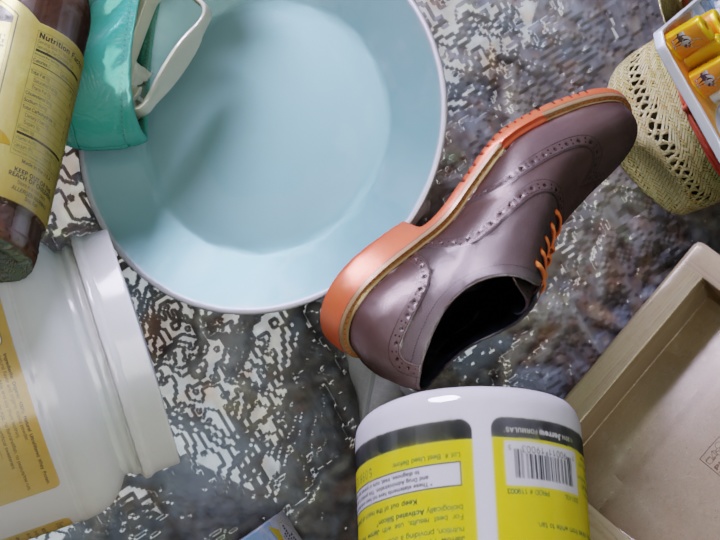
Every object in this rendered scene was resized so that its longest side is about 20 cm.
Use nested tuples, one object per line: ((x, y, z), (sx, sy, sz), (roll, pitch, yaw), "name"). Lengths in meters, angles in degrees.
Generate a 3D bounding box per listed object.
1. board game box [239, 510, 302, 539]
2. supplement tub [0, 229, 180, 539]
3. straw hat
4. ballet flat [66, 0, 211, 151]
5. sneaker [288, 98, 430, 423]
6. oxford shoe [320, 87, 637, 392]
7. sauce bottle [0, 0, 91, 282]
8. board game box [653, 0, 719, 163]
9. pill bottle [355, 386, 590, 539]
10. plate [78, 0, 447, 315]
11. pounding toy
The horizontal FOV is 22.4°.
((-0.011, 0.223, 0.915), (0.034, 0.134, 0.201), (-35, 86, 8), "board game box")
((-0.199, 0.068, 0.889), (0.198, 0.144, 0.146), (-18, 97, -8), "supplement tub")
((0.178, -0.083, 0.969), (0.085, 0.201, 0.202), (-27, 100, 32), "straw hat")
((-0.104, -0.154, 0.923), (0.070, 0.067, 0.202), (16, 87, 3), "ballet flat")
((0.000, 0.000, 0.962), (0.080, 0.075, 0.203), (-1, 88, 0), "sneaker")
((0.076, -0.013, 0.895), (0.200, 0.072, 0.071), (-41, 143, -16), "oxford shoe")
((-0.162, -0.097, 0.854), (0.064, 0.065, 0.202), (12, 66, -10), "sauce bottle")
((0.234, -0.060, 0.927), (0.026, 0.200, 0.201), (-28, 95, 32), "board game box")
((0.055, 0.165, 0.850), (0.111, 0.113, 0.202), (2, 69, -10), "pill bottle")
((-0.050, -0.075, 0.935), (0.198, 0.026, 0.203), (-3, 79, 15), "plate")
((0.202, 0.133, 0.956), (0.200, 0.142, 0.184), (40, 86, 24), "pounding toy")
